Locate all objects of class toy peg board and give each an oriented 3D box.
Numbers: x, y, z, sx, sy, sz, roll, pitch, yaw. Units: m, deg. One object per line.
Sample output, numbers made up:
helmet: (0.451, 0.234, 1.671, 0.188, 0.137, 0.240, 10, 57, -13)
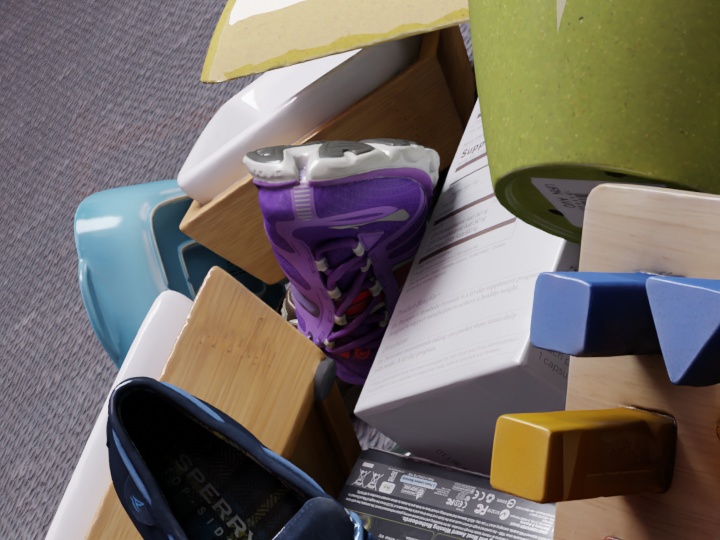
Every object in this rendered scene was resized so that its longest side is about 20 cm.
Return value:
toy peg board: (0.106, 0.083, 0.544, 0.200, 0.098, 0.200, 11, 98, 47)

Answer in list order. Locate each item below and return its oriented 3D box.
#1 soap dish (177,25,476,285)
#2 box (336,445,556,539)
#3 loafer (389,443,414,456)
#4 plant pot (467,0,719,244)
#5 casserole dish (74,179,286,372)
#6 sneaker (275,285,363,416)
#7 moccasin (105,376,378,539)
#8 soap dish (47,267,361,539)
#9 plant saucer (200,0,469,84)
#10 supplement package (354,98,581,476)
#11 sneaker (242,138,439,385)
soap dish: (-0.010, -0.078, 1.066, 0.157, 0.081, 0.200, -34, 12, 13)
box: (0.044, 0.158, 0.726, 0.200, 0.049, 0.162, 7, 62, 46)
loafer: (0.046, 0.091, 0.867, 0.072, 0.063, 0.201, -2, 57, 34)
plant pot: (0.111, -0.112, 0.700, 0.187, 0.187, 0.201, -11, 63, 58)
casserole dish: (-0.088, 0.006, 1.066, 0.039, 0.122, 0.200, -19, 0, 19)
sneaker: (-0.020, 0.033, 1.027, 0.200, 0.075, 0.071, -36, 30, 35)
moccasin: (-0.029, 0.113, 0.694, 0.200, 0.068, 0.081, 35, 75, 27)
soap dish: (-0.059, 0.113, 0.861, 0.200, 0.081, 0.158, 72, -142, -63)
plant saucer: (0.036, -0.152, 0.948, 0.199, 0.049, 0.200, -12, 14, 19)
supplement package: (0.099, -0.007, 0.810, 0.109, 0.114, 0.201, -22, 40, 52)
sneaker: (0.000, 0.000, 0.853, 0.080, 0.200, 0.084, -4, 71, 8)
